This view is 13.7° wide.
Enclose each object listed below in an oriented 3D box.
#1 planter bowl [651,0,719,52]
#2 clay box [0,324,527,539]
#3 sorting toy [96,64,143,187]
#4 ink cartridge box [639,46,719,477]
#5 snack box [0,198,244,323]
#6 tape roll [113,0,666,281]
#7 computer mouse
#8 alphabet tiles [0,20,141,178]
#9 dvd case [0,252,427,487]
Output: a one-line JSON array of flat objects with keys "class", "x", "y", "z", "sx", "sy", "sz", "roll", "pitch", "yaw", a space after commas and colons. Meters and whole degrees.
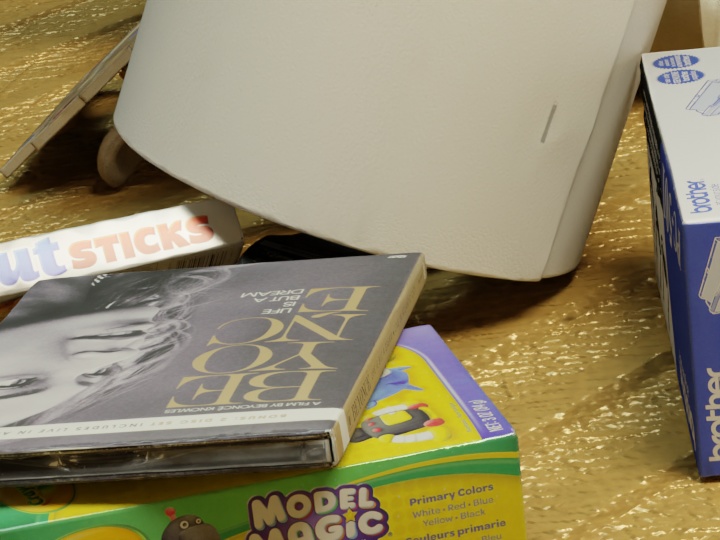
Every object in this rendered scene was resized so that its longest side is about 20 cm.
[{"class": "planter bowl", "x": 0.103, "y": -0.192, "z": 1.436, "sx": 0.135, "sy": 0.201, "sz": 0.200, "roll": 0, "pitch": 20, "yaw": 12}, {"class": "clay box", "x": -0.056, "y": 0.071, "z": 0.984, "sx": 0.200, "sy": 0.048, "sz": 0.115, "roll": -9, "pitch": 19, "yaw": -11}, {"class": "sorting toy", "x": -0.047, "y": -0.142, "z": 1.409, "sx": 0.200, "sy": 0.036, "sz": 0.185, "roll": -46, "pitch": 7, "yaw": 22}, {"class": "ink cartridge box", "x": 0.131, "y": -0.009, "z": 1.081, "sx": 0.044, "sy": 0.094, "sz": 0.200, "roll": -5, "pitch": 19, "yaw": 3}, {"class": "snack box", "x": -0.147, "y": 0.014, "z": 1.150, "sx": 0.200, "sy": 0.024, "sz": 0.072, "roll": -12, "pitch": -19, "yaw": -16}, {"class": "tape roll", "x": 0.014, "y": -0.096, "z": 1.198, "sx": 0.202, "sy": 0.139, "sz": 0.203, "roll": 17, "pitch": 14, "yaw": -5}, {"class": "computer mouse", "x": 0.000, "y": 0.000, "z": 1.201, "sx": 0.059, "sy": 0.034, "sz": 0.200, "roll": 16, "pitch": 19, "yaw": 18}, {"class": "alphabet tiles", "x": -0.099, "y": -0.118, "z": 1.420, "sx": 0.167, "sy": 0.008, "sz": 0.200, "roll": -42, "pitch": 8, "yaw": 18}, {"class": "dvd case", "x": -0.064, "y": 0.031, "z": 1.011, "sx": 0.148, "sy": 0.016, "sz": 0.200, "roll": -4, "pitch": 16, "yaw": 11}]
